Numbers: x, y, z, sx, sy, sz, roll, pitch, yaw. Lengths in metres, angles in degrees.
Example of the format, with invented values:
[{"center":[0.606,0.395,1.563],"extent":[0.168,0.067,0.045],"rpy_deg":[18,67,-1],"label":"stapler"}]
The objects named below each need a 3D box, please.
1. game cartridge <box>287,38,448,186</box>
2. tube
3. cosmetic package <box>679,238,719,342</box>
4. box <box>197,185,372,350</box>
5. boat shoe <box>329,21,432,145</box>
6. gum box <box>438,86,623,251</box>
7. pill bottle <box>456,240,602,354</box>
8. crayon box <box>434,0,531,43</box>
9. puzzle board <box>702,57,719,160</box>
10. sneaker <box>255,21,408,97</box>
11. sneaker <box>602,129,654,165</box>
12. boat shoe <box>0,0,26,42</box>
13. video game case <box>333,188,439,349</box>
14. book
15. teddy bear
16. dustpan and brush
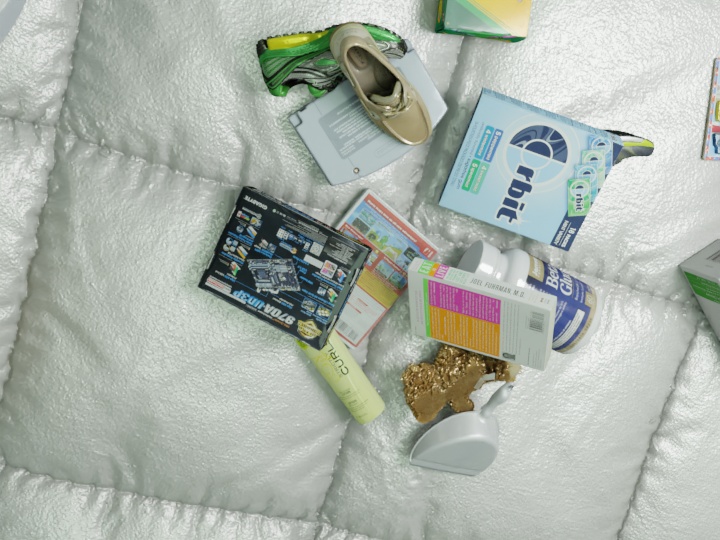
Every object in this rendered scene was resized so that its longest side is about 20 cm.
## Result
[{"center":[0.016,-0.213,0.958],"extent":[0.200,0.040,0.134],"rpy_deg":[-33,101,0],"label":"game cartridge"},{"center":[-0.038,0.140,1.019],"extent":[0.058,0.052,0.200],"rpy_deg":[-37,103,-12],"label":"tube"},{"center":[0.597,0.060,1.056],"extent":[0.085,0.108,0.200],"rpy_deg":[-33,103,0],"label":"cosmetic package"},{"center":[-0.105,-0.005,0.955],"extent":[0.199,0.046,0.160],"rpy_deg":[26,98,4],"label":"box"},{"center":[0.033,-0.226,0.878],"extent":[0.072,0.065,0.200],"rpy_deg":[-33,129,13],"label":"boat shoe"},{"center":[0.231,-0.138,0.949],"extent":[0.199,0.045,0.170],"rpy_deg":[20,120,2],"label":"gum box"},{"center":[0.241,0.035,1.001],"extent":[0.199,0.111,0.111],"rpy_deg":[26,98,-12],"label":"pill bottle"},{"center":[0.174,-0.419,0.922],"extent":[0.118,0.058,0.201],"rpy_deg":[4,101,-8],"label":"crayon box"},{"center":[0.626,-0.242,1.041],"extent":[0.199,0.017,0.152],"rpy_deg":[0,102,-8],"label":"puzzle board"},{"center":[-0.035,-0.277,0.911],"extent":[0.199,0.078,0.086],"rpy_deg":[-8,97,8],"label":"sneaker"},{"center":[0.328,-0.157,1.000],"extent":[0.199,0.074,0.081],"rpy_deg":[-9,110,2],"label":"sneaker"},{"center":[-0.456,-0.358,0.846],"extent":[0.068,0.072,0.201],"rpy_deg":[29,94,-14],"label":"boat shoe"},{"center":[0.000,0.000,1.010],"extent":[0.143,0.017,0.200],"rpy_deg":[39,95,-13],"label":"video game case"},{"center":[0.165,0.060,0.944],"extent":[0.199,0.048,0.134],"rpy_deg":[17,143,24],"label":"book"},{"center":[0.155,0.153,1.045],"extent":[0.200,0.067,0.145],"rpy_deg":[-38,122,1],"label":"teddy bear"},{"center":[0.176,0.240,1.040],"extent":[0.139,0.057,0.200],"rpy_deg":[17,135,-23],"label":"dustpan and brush"}]
